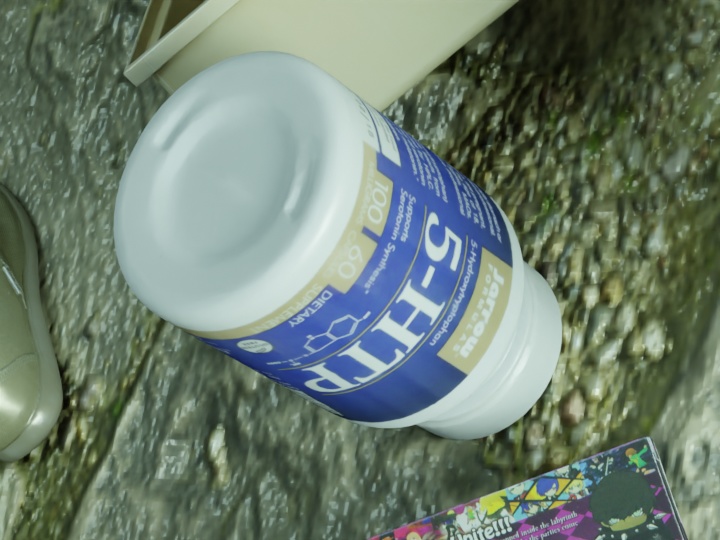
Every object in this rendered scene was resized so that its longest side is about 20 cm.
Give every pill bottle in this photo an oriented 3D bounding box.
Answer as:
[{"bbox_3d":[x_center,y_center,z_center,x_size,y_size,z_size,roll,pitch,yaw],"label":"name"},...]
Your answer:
[{"bbox_3d":[0.000,0.000,0.967,0.120,0.200,0.120,-16,60,31],"label":"pill bottle"}]

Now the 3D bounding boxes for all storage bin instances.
[{"bbox_3d":[0.003,-0.153,1.056,0.200,0.094,0.199,-39,18,16],"label":"storage bin"}]

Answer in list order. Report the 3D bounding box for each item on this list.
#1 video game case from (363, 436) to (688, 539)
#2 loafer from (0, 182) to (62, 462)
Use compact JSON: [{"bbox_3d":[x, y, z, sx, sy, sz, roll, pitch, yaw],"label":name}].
[{"bbox_3d":[0.054,0.181,0.914,0.200,0.036,0.182,-21,56,6],"label":"video game case"},{"bbox_3d":[-0.214,0.010,1.210,0.076,0.068,0.200,-39,51,15],"label":"loafer"}]
